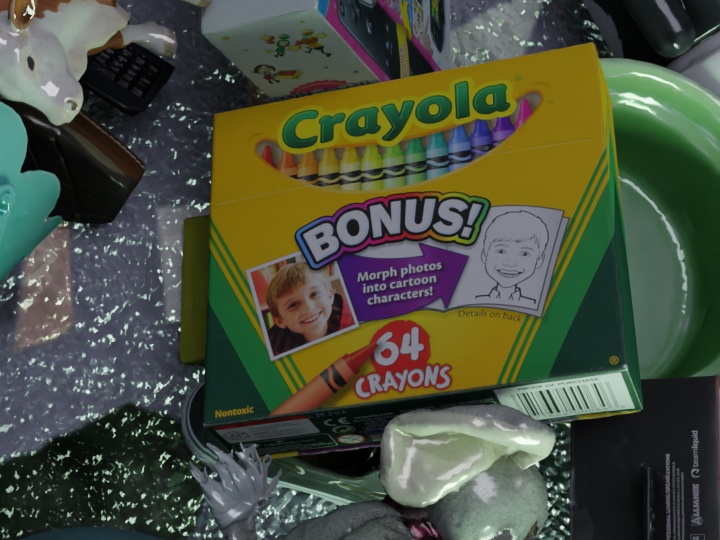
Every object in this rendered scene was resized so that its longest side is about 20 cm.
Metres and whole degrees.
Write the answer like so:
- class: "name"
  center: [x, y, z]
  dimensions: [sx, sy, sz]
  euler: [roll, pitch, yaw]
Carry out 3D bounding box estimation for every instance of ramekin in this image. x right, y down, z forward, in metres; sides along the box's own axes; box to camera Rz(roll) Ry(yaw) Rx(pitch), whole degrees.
- class: "ramekin"
  center: [0.138, -0.008, 0.906]
  dimensions: [0.199, 0.098, 0.201]
  euler: [6, 71, -18]

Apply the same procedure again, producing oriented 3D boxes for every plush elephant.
- class: "plush elephant"
  center: [0.031, 0.140, 0.728]
  dimensions: [0.154, 0.165, 0.200]
  euler: [-26, 74, -1]

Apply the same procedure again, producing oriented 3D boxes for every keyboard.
- class: "keyboard"
  center: [-0.183, -0.158, 0.838]
  dimensions: [0.200, 0.040, 0.104]
  euler: [33, 21, -8]

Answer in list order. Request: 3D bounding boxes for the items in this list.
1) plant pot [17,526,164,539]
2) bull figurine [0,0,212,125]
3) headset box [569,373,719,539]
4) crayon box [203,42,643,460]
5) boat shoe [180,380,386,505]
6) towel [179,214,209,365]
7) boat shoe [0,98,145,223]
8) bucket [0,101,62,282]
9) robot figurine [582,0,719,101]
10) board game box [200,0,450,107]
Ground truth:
- class: "plant pot"
  center: [-0.113, 0.208, 0.724]
  dimensions: [0.199, 0.135, 0.201]
  euler: [6, 72, -18]
- class: "bull figurine"
  center: [-0.147, -0.133, 0.747]
  dimensions: [0.121, 0.065, 0.200]
  euler: [1, 33, -37]
- class: "headset box"
  center: [0.160, 0.145, 0.811]
  dimensions: [0.077, 0.200, 0.149]
  euler: [-5, 69, 20]
- class: "crayon box"
  center: [0.027, -0.008, 0.778]
  dimensions: [0.199, 0.058, 0.173]
  euler: [-9, 62, 14]
- class: "boat shoe"
  center: [0.005, 0.094, 0.847]
  dimensions: [0.199, 0.057, 0.069]
  euler: [12, 69, -16]
- class: "towel"
  center: [0.000, 0.000, 0.836]
  dimensions: [0.199, 0.018, 0.086]
  euler: [-7, 67, 18]
- class: "boat shoe"
  center: [-0.198, -0.101, 0.828]
  dimensions: [0.200, 0.076, 0.074]
  euler: [32, 52, -11]
- class: "bucket"
  center: [-0.249, -0.035, 0.718]
  dimensions: [0.207, 0.207, 0.135]
  euler: [40, 68, -4]
- class: "robot figurine"
  center: [0.195, -0.175, 0.968]
  dimensions: [0.150, 0.125, 0.200]
  euler: [-27, 84, -20]
- class: "board game box"
  center: [-0.011, -0.153, 0.848]
  dimensions: [0.064, 0.200, 0.148]
  euler: [-8, 71, 21]
